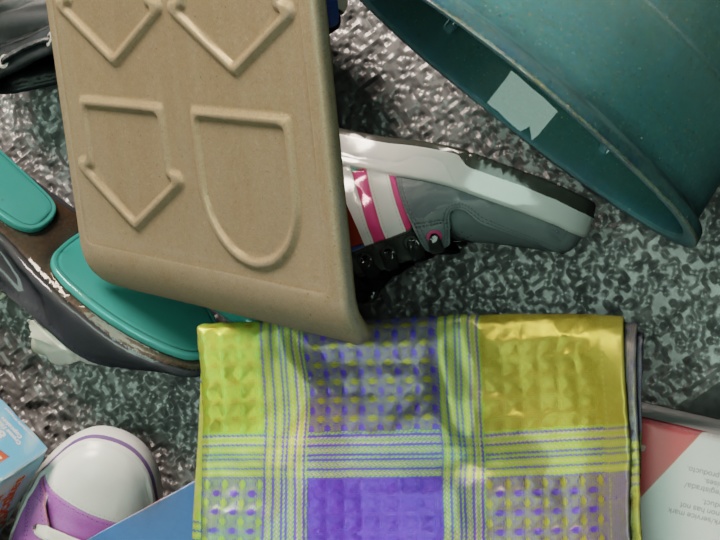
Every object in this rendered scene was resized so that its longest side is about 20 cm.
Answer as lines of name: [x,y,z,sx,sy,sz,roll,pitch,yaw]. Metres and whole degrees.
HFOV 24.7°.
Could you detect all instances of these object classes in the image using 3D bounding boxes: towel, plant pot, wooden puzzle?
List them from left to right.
wooden puzzle: [-0.064,-0.078,0.682,0.185,0.046,0.201,11,117,47]
towel: [0.023,0.089,0.685,0.199,0.023,0.145,0,83,14]
plant pot: [0.117,-0.148,0.671,0.200,0.200,0.196,38,91,12]

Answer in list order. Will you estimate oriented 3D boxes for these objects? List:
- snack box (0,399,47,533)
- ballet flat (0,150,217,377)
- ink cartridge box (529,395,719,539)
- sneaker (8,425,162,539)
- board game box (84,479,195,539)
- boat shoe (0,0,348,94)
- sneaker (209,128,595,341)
snack box: [-0.251,0.061,0.818,0.200,0.037,0.116,43,128,11]
ballet flat: [-0.155,-0.001,0.806,0.200,0.073,0.073,37,99,6]
ink cartridge box: [0.127,0.163,0.714,0.146,0.083,0.201,13,93,15]
sneaker: [-0.149,0.177,0.769,0.072,0.114,0.201,22,99,-5]
board game box: [-0.046,0.168,0.775,0.199,0.039,0.159,-28,94,-10]
boat shoe: [-0.101,-0.106,0.778,0.198,0.074,0.067,5,85,18]
sneaker: [0.000,0.000,0.747,0.199,0.084,0.122,12,88,23]
